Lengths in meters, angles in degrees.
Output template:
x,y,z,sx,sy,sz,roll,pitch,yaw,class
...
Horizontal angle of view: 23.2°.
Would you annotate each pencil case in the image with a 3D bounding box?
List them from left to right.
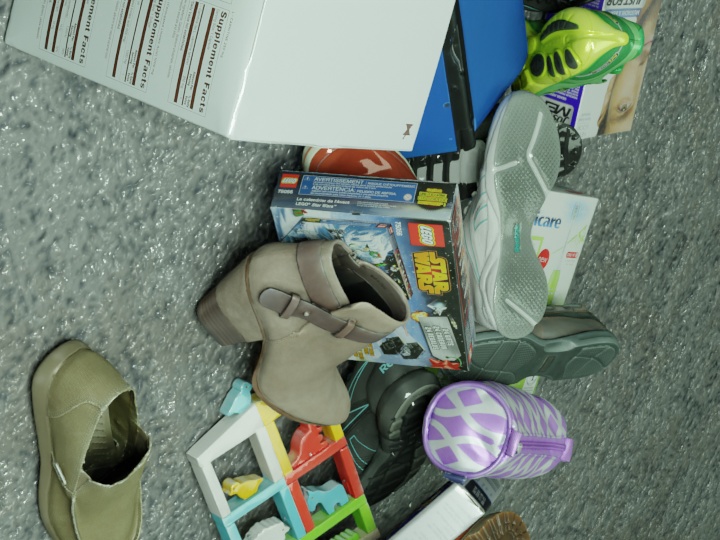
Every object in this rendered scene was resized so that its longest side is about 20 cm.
x,y,z,sx,sy,sz,roll,pitch,yaw,class
0.118,0.136,1.479,0.200,0.085,0.084,14,84,-70,pencil case

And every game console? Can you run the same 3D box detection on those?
x,y,z,sx,sy,sz,roll,pitch,yaw,class
0.045,-0.200,1.377,0.118,0.170,0.200,-92,173,-49,game console

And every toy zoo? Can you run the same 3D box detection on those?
x,y,z,sx,sy,sz,roll,pitch,yaw,class
-0.066,0.174,1.452,0.131,0.020,0.200,-32,119,-26,toy zoo

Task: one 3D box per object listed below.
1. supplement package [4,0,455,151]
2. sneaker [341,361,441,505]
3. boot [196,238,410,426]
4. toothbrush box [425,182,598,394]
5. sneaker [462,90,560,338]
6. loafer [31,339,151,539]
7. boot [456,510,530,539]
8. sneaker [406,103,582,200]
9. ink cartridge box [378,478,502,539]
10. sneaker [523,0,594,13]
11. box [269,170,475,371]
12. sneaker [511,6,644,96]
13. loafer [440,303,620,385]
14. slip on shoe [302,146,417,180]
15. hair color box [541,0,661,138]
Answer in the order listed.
x,y,z,sx,sy,sz,roll,pitch,yaw,class
-0.076,-0.177,1.113,0.191,0.200,0.147,-2,112,-54,supplement package
0.017,0.133,1.530,0.075,0.079,0.200,-23,149,-33,sneaker
-0.024,0.049,1.347,0.200,0.146,0.070,39,44,-39,boot
0.119,0.010,1.597,0.146,0.086,0.200,5,104,-54,toothbrush box
0.112,-0.049,1.440,0.070,0.080,0.201,3,96,-32,sneaker
-0.191,0.145,1.272,0.076,0.067,0.200,-38,137,-34,loafer
0.066,0.300,1.688,0.200,0.107,0.075,-25,95,-43,boot
0.082,-0.103,1.494,0.200,0.091,0.067,-10,120,-22,sneaker
0.030,0.247,1.519,0.200,0.047,0.198,-43,175,7,ink cartridge box
0.139,-0.254,1.469,0.200,0.079,0.076,-13,121,-48,sneaker
0.014,0.003,1.361,0.200,0.137,0.040,80,20,-53,box
0.179,-0.180,1.484,0.083,0.200,0.074,2,93,-15,sneaker
0.137,0.059,1.535,0.200,0.063,0.072,3,136,-38,loafer
0.024,-0.042,1.389,0.074,0.061,0.200,-37,127,3,slip on shoe
0.221,-0.226,1.612,0.109,0.065,0.200,-14,122,-50,hair color box
